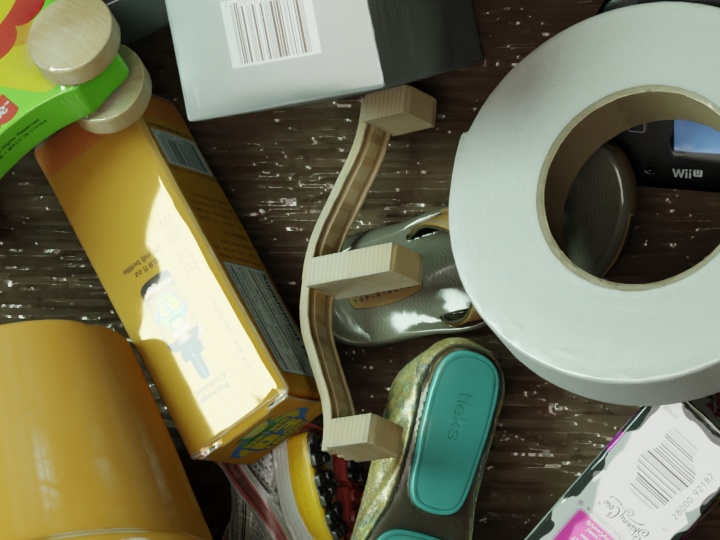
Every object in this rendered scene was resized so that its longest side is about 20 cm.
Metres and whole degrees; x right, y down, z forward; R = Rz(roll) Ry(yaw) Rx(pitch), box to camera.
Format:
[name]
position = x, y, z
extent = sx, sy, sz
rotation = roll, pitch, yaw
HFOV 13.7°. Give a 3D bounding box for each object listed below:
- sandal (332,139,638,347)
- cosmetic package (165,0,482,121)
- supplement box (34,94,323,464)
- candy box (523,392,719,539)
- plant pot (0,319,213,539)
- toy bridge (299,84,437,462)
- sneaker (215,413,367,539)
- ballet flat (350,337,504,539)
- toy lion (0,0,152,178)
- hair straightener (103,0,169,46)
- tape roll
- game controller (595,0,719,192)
[sandal]
position = 0.053, -0.009, 1.556
extent = 0.199, 0.055, 0.082
rotation = -17, 91, 24
[cosmetic package]
position = -0.016, -0.128, 1.492
extent = 0.106, 0.200, 0.091
rotation = -10, 97, 15
[supplement box]
position = -0.093, 0.003, 1.575
extent = 0.066, 0.069, 0.201
rotation = -35, 68, 17
[candy box]
position = 0.125, 0.136, 1.521
extent = 0.061, 0.136, 0.200
rotation = 41, 107, 9
[plant pot]
position = -0.160, 0.133, 1.513
extent = 0.199, 0.200, 0.184
rotation = -20, 65, 18
[toy bridge]
position = 0.000, 0.000, 1.548
extent = 0.067, 0.027, 0.201
rotation = -12, 65, 43
[sneaker]
position = -0.033, 0.168, 1.613
extent = 0.082, 0.078, 0.201
rotation = -11, 87, 25
[ballet flat]
position = 0.025, 0.133, 1.568
extent = 0.070, 0.071, 0.201
rotation = 14, 82, 14
[toy lion]
position = -0.217, -0.107, 1.543
extent = 0.191, 0.069, 0.200
rotation = 37, 79, 31
[hair straightener]
position = -0.179, -0.104, 1.575
extent = 0.199, 0.077, 0.041
rotation = -27, 131, -5
[tape roll]
position = 0.141, -0.034, 1.451
extent = 0.202, 0.037, 0.204
rotation = -8, 67, 18
[game controller]
position = 0.214, -0.088, 1.510
extent = 0.199, 0.042, 0.105
rotation = 5, 100, 17
